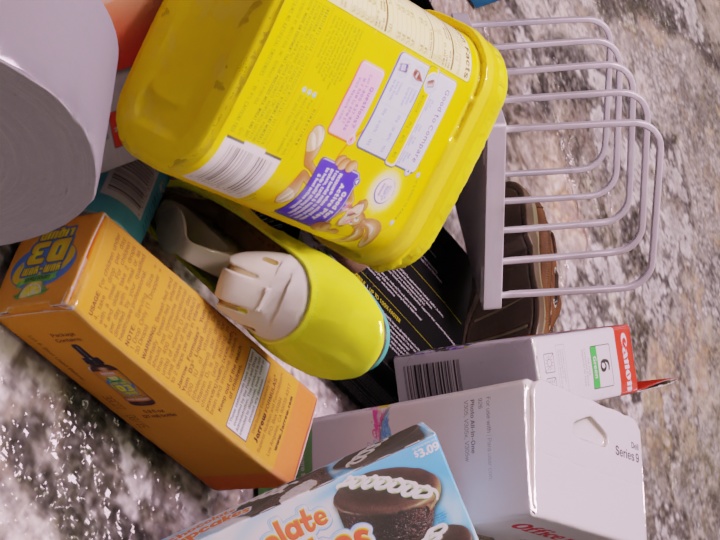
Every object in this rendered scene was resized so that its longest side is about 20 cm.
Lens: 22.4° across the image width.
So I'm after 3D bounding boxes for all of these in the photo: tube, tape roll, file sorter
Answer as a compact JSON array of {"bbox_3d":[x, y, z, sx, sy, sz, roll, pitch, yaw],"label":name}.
[{"bbox_3d":[-0.122,-0.093,1.063,0.078,0.050,0.201,64,35,-43],"label":"tube"},{"bbox_3d":[-0.209,-0.083,0.801,0.200,0.200,0.066,34,51,-46],"label":"tape roll"},{"bbox_3d":[0.134,-0.085,1.289,0.200,0.124,0.139,-98,-175,-61],"label":"file sorter"}]

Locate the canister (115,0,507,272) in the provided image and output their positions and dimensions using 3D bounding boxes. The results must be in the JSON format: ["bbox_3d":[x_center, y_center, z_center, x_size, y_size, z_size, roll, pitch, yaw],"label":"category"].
[{"bbox_3d":[-0.023,-0.094,0.977,0.200,0.086,0.149,22,97,-53],"label":"canister"}]

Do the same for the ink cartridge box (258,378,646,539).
[{"bbox_3d":[0.057,0.133,1.118,0.145,0.199,0.088,23,59,-52],"label":"ink cartridge box"}]

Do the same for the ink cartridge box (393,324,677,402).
[{"bbox_3d":[0.122,0.067,1.225,0.200,0.109,0.051,-5,87,-55],"label":"ink cartridge box"}]

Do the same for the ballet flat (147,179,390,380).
[{"bbox_3d":[-0.065,0.001,1.031,0.067,0.200,0.067,14,108,-44],"label":"ballet flat"}]

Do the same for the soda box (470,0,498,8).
[{"bbox_3d":[0.074,-0.306,1.449,0.200,0.068,0.064,48,42,-35],"label":"soda box"}]

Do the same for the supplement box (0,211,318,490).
[{"bbox_3d":[-0.110,0.050,1.017,0.200,0.066,0.069,43,52,-40],"label":"supplement box"}]

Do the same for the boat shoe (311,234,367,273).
[{"bbox_3d":[0.020,-0.062,1.178,0.200,0.072,0.073,-43,116,-48],"label":"boat shoe"}]

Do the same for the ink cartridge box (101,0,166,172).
[{"bbox_3d":[-0.071,-0.152,0.970,0.163,0.199,0.050,84,-18,-45],"label":"ink cartridge box"}]

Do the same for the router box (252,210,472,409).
[{"bbox_3d":[0.000,0.000,1.224,0.200,0.051,0.150,47,40,-36],"label":"router box"}]

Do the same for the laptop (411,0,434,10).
[{"bbox_3d":[0.020,-0.247,1.297,0.188,0.116,0.200,62,35,-21],"label":"laptop"}]

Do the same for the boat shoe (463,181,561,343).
[{"bbox_3d":[0.125,0.029,1.384,0.068,0.072,0.201,40,47,-42],"label":"boat shoe"}]

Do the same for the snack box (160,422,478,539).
[{"bbox_3d":[-0.031,0.177,0.993,0.037,0.199,0.117,-147,-146,-77],"label":"snack box"}]
